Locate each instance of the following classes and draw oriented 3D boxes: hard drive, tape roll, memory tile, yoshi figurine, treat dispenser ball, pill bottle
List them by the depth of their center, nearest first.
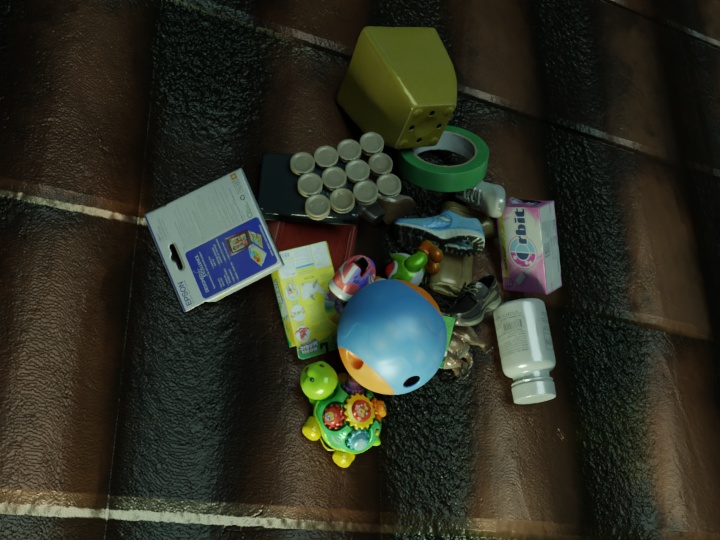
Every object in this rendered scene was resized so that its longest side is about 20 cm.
[{"bbox_3d":[0.056,0.118,1.424,0.197,0.201,0.205,11,65,-24],"label":"treat dispenser ball"},{"bbox_3d":[-0.029,-0.184,1.551,0.196,0.017,0.155,-17,66,-13],"label":"memory tile"},{"bbox_3d":[-0.101,-0.161,1.562,0.195,0.033,0.142,4,63,-2],"label":"hard drive"},{"bbox_3d":[0.089,0.038,1.599,0.199,0.111,0.113,-39,113,-18],"label":"yoshi figurine"},{"bbox_3d":[0.350,0.171,1.685,0.112,0.114,0.204,4,68,-27],"label":"pill bottle"},{"bbox_3d":[0.178,-0.246,1.740,0.196,0.049,0.202,1,40,-1],"label":"tape roll"}]

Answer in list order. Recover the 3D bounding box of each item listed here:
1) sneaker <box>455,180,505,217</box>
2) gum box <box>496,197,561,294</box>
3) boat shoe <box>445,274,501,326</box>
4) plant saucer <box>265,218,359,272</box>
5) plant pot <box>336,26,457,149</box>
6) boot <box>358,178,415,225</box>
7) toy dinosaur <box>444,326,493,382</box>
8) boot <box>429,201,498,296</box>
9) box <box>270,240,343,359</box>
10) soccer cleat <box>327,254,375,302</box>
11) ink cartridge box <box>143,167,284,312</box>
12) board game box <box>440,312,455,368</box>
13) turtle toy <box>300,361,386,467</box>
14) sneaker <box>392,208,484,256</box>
[{"bbox_3d":[0.249,-0.165,1.741,0.079,0.200,0.072,0,112,-22],"label":"sneaker"},{"bbox_3d":[0.364,-0.057,1.736,0.066,0.112,0.204,-22,109,-42],"label":"gum box"},{"bbox_3d":[0.225,0.057,1.634,0.199,0.073,0.075,-27,115,-56],"label":"boat shoe"},{"bbox_3d":[-0.094,-0.066,1.586,0.197,0.037,0.203,22,61,-21],"label":"plant saucer"},{"bbox_3d":[0.095,-0.369,1.686,0.191,0.197,0.202,-10,54,-31],"label":"plant pot"},{"bbox_3d":[0.018,-0.166,1.672,0.146,0.071,0.199,46,29,16],"label":"boot"},{"bbox_3d":[0.182,0.147,1.626,0.136,0.086,0.199,48,49,5],"label":"toy dinosaur"},{"bbox_3d":[0.237,-0.034,1.743,0.172,0.066,0.204,14,62,-10],"label":"boot"},{"bbox_3d":[-0.095,0.057,1.505,0.115,0.048,0.204,-13,86,-25],"label":"box"},{"bbox_3d":[0.000,0.000,1.515,0.068,0.074,0.200,40,21,5],"label":"soccer cleat"},{"bbox_3d":[-0.265,-0.054,1.458,0.197,0.047,0.201,-26,80,1],"label":"ink cartridge box"},{"bbox_3d":[0.076,0.116,1.538,0.196,0.023,0.107,13,101,-1],"label":"board game box"},{"bbox_3d":[-0.034,0.248,1.448,0.200,0.101,0.146,42,56,-7],"label":"turtle toy"},{"bbox_3d":[0.165,-0.084,1.691,0.195,0.079,0.091,7,47,6],"label":"sneaker"}]
